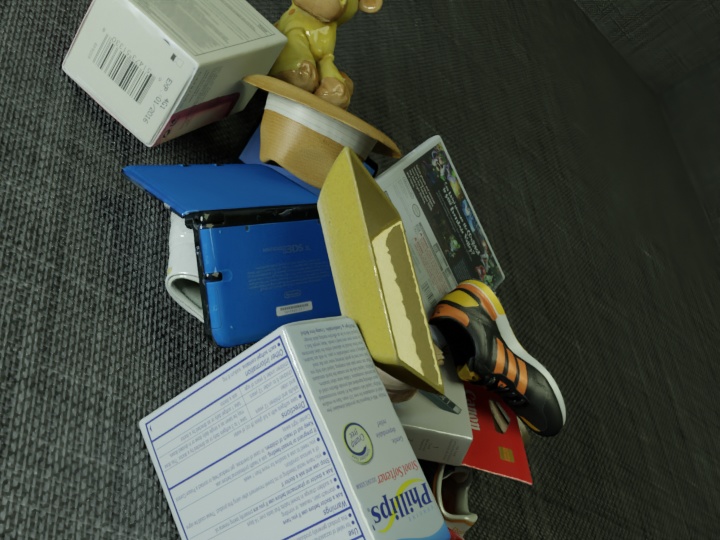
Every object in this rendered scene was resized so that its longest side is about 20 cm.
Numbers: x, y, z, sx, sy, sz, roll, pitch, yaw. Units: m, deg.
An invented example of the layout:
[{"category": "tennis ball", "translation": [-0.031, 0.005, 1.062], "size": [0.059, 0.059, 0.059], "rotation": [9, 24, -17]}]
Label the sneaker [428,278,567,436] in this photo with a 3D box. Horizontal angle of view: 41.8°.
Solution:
[{"category": "sneaker", "translation": [0.146, 0.112, 1.047], "size": [0.090, 0.070, 0.201], "rotation": [-33, 90, -38]}]

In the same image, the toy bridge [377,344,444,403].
[{"category": "toy bridge", "translation": [0.028, 0.102, 0.957], "size": [0.199, 0.027, 0.067], "rotation": [-2, 42, -51]}]

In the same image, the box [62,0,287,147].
[{"category": "box", "translation": [-0.189, -0.228, 0.987], "size": [0.128, 0.109, 0.200], "rotation": [41, 29, 4]}]

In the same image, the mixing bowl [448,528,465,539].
[{"category": "mixing bowl", "translation": [0.059, 0.313, 0.882], "size": [0.200, 0.108, 0.202], "rotation": [38, 34, -31]}]

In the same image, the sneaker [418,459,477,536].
[{"category": "sneaker", "translation": [0.074, 0.202, 1.042], "size": [0.078, 0.079, 0.202], "rotation": [13, 50, -50]}]

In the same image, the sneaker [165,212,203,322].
[{"category": "sneaker", "translation": [-0.109, 0.022, 0.945], "size": [0.199, 0.074, 0.117], "rotation": [27, 42, -28]}]

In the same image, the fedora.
[{"category": "fedora", "translation": [-0.052, -0.135, 1.001], "size": [0.199, 0.083, 0.201], "rotation": [25, 3, -1]}]

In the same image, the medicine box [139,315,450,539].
[{"category": "medicine box", "translation": [-0.057, 0.168, 0.762], "size": [0.103, 0.181, 0.202], "rotation": [-5, 66, -57]}]

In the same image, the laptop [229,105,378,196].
[{"category": "laptop", "translation": [-0.057, -0.080, 1.078], "size": [0.177, 0.103, 0.201], "rotation": [36, 27, -33]}]

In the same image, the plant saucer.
[{"category": "plant saucer", "translation": [0.016, 0.013, 0.880], "size": [0.200, 0.048, 0.202], "rotation": [43, 32, -67]}]

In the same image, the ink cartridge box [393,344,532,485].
[{"category": "ink cartridge box", "translation": [0.103, 0.136, 1.050], "size": [0.174, 0.045, 0.201], "rotation": [14, 31, -10]}]

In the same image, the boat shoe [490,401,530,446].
[{"category": "boat shoe", "translation": [0.123, 0.151, 1.166], "size": [0.068, 0.072, 0.200], "rotation": [-30, 65, -21]}]

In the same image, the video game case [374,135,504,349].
[{"category": "video game case", "translation": [0.086, -0.036, 1.104], "size": [0.182, 0.023, 0.202], "rotation": [-40, 107, -47]}]

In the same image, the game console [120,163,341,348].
[{"category": "game console", "translation": [-0.112, -0.023, 0.907], "size": [0.199, 0.117, 0.173], "rotation": [-9, 93, -50]}]

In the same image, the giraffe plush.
[{"category": "giraffe plush", "translation": [-0.057, -0.303, 1.171], "size": [0.171, 0.163, 0.200], "rotation": [26, 15, -24]}]
